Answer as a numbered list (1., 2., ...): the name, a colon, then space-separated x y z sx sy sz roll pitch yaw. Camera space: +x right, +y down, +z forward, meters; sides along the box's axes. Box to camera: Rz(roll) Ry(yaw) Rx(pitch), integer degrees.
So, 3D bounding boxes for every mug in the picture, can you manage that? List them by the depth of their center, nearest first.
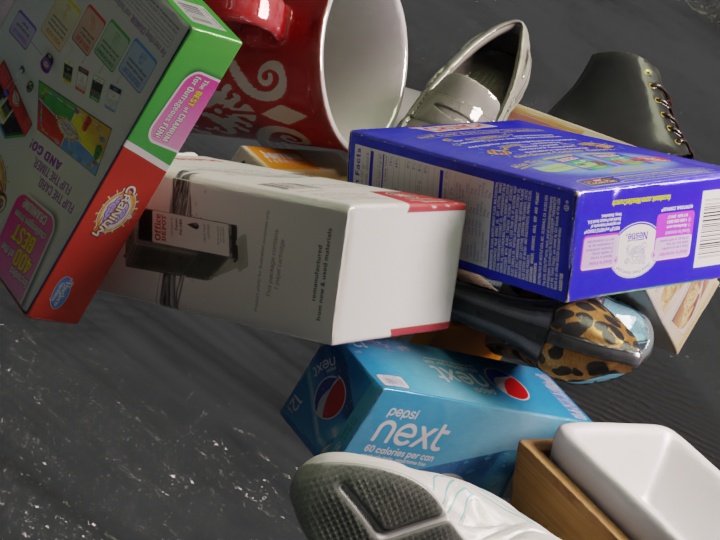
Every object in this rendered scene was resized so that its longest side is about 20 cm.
1. mug: -0.090 -0.169 1.503 0.199 0.178 0.134 5 50 28

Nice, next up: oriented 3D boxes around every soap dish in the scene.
1. soap dish: 0.197 0.182 1.312 0.157 0.081 0.200 6 33 -51

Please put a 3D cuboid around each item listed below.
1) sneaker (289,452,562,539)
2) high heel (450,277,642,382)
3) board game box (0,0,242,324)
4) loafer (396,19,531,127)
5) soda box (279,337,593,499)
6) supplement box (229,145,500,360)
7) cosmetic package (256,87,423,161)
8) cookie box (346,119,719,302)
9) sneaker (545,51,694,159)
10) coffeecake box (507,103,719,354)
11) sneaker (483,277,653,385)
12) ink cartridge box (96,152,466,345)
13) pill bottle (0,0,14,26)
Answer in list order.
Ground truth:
1. sneaker: 0.033 0.145 1.189 0.200 0.071 0.080 26 10 -35
2. high heel: 0.146 0.039 1.370 0.142 0.072 0.200 20 9 30
3. board game box: -0.168 -0.094 1.239 0.040 0.200 0.153 12 28 -46
4. loafer: 0.065 -0.109 1.505 0.070 0.070 0.200 26 49 9
5. soda box: 0.051 0.093 1.322 0.200 0.068 0.064 13 26 -43
6. supplement box: 0.000 0.000 1.459 0.200 0.074 0.126 41 20 24
7. cosmetic package: 0.025 -0.096 1.717 0.200 0.090 0.107 9 30 -43
8. cookie box: 0.117 -0.044 1.377 0.171 0.075 0.200 -7 18 -43
9. sneaker: 0.236 -0.101 1.635 0.200 0.106 0.075 26 -16 25
10. coffeecake box: 0.173 -0.033 1.623 0.153 0.073 0.200 24 -16 31
11. sneaker: 0.135 0.019 1.566 0.199 0.096 0.080 22 59 -11
12. ink cartridge box: -0.059 -0.017 1.285 0.199 0.083 0.147 12 8 30
13. pill bottle: -0.203 -0.250 1.586 0.200 0.114 0.113 -28 58 -38
